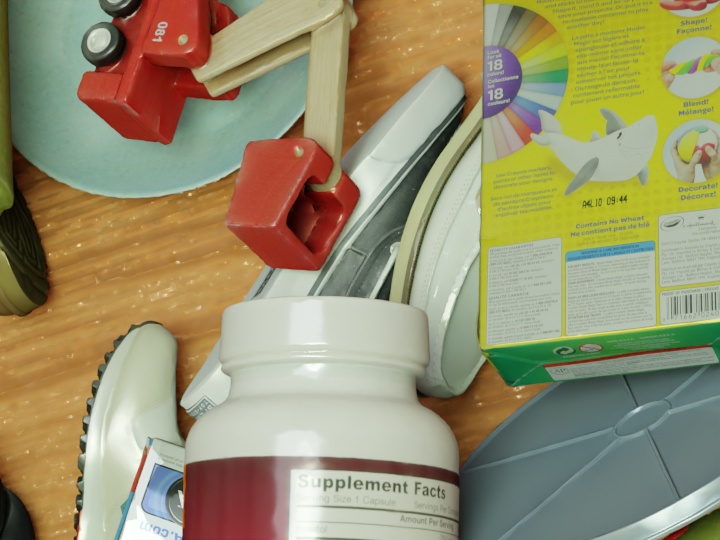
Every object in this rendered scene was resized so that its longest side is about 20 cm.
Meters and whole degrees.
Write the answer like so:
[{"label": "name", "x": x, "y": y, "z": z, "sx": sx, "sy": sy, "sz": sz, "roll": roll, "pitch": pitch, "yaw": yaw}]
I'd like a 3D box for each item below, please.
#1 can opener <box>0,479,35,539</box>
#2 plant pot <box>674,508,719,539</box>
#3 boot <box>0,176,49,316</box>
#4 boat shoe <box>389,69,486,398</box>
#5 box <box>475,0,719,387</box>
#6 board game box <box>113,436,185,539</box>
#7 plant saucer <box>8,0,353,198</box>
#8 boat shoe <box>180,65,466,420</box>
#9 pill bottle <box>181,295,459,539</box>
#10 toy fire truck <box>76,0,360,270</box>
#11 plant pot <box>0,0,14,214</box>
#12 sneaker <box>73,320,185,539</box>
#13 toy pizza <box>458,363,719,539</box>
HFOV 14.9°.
[{"label": "can opener", "x": -0.177, "y": 0.155, "z": 1.225, "sx": 0.063, "sy": 0.079, "sz": 0.201, "roll": -26, "pitch": 39, "yaw": 10}, {"label": "plant pot", "x": 0.201, "y": 0.147, "z": 1.084, "sx": 0.199, "sy": 0.187, "sz": 0.189, "roll": -8, "pitch": 71, "yaw": 30}, {"label": "boot", "x": -0.261, "y": -0.005, "z": 1.338, "sx": 0.199, "sy": 0.066, "sz": 0.176, "roll": -31, "pitch": 55, "yaw": 7}, {"label": "boat shoe", "x": 0.074, "y": -0.032, "z": 1.223, "sx": 0.068, "sy": 0.075, "sz": 0.201, "roll": 17, "pitch": 80, "yaw": 28}, {"label": "box", "x": 0.109, "y": -0.056, "z": 1.158, "sx": 0.116, "sy": 0.048, "sz": 0.201, "roll": -7, "pitch": 65, "yaw": 19}, {"label": "board game box", "x": -0.028, "y": 0.197, "z": 1.166, "sx": 0.199, "sy": 0.056, "sz": 0.197, "roll": 19, "pitch": 81, "yaw": 2}, {"label": "plant saucer", "x": -0.092, "y": -0.126, "z": 1.327, "sx": 0.199, "sy": 0.039, "sz": 0.203, "roll": -5, "pitch": 72, "yaw": 17}, {"label": "boat shoe", "x": 0.000, "y": 0.000, "z": 1.247, "sx": 0.068, "sy": 0.072, "sz": 0.201, "roll": 37, "pitch": 72, "yaw": -9}, {"label": "pill bottle", "x": -0.016, "y": 0.116, "z": 1.095, "sx": 0.112, "sy": 0.113, "sz": 0.202, "roll": -2, "pitch": 79, "yaw": 18}, {"label": "toy fire truck", "x": -0.052, "y": -0.106, "z": 1.240, "sx": 0.140, "sy": 0.049, "sz": 0.201, "roll": 7, "pitch": 70, "yaw": 30}, {"label": "plant pot", "x": -0.234, "y": -0.102, "z": 1.236, "sx": 0.199, "sy": 0.200, "sz": 0.185, "roll": -18, "pitch": 67, "yaw": 13}, {"label": "sneaker", "x": -0.085, "y": 0.125, "z": 1.244, "sx": 0.093, "sy": 0.070, "sz": 0.201, "roll": 8, "pitch": 74, "yaw": 2}, {"label": "toy pizza", "x": 0.123, "y": 0.074, "z": 1.134, "sx": 0.199, "sy": 0.200, "sz": 0.032, "roll": -28, "pitch": 106, "yaw": 9}]
